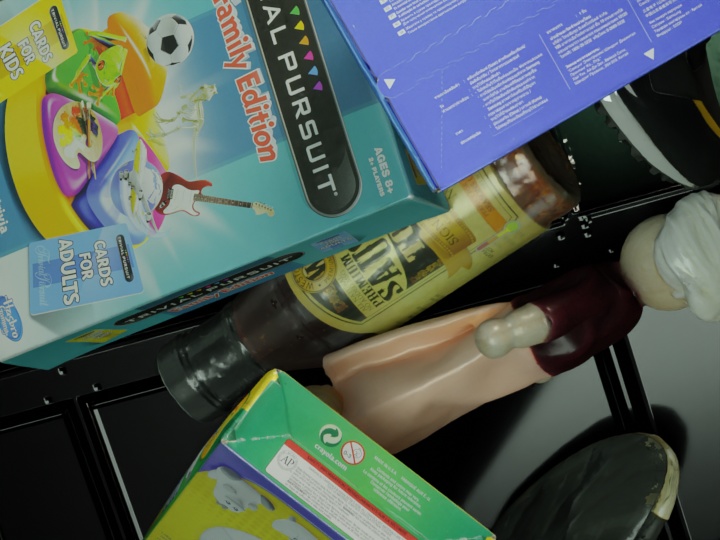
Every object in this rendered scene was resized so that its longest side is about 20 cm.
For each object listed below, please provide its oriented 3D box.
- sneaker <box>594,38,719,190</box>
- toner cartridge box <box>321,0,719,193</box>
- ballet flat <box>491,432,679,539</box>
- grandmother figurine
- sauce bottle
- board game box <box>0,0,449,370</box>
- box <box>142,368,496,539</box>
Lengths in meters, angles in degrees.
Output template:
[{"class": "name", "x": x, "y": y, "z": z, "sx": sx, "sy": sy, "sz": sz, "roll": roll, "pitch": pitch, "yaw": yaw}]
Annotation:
[{"class": "sneaker", "x": 0.118, "y": -0.131, "z": 1.022, "sx": 0.090, "sy": 0.070, "sz": 0.200, "roll": -28, "pitch": 97, "yaw": 19}, {"class": "toner cartridge box", "x": 0.091, "y": -0.121, "z": 0.975, "sx": 0.200, "sy": 0.043, "sz": 0.095, "roll": -29, "pitch": 95, "yaw": 4}, {"class": "ballet flat", "x": 0.081, "y": 0.153, "z": 1.126, "sx": 0.200, "sy": 0.057, "sz": 0.066, "roll": -56, "pitch": 47, "yaw": 18}, {"class": "grandmother figurine", "x": 0.073, "y": 0.025, "z": 1.052, "sx": 0.200, "sy": 0.121, "sz": 0.061, "roll": -27, "pitch": 89, "yaw": 11}, {"class": "sauce bottle", "x": 0.000, "y": 0.000, "z": 1.085, "sx": 0.200, "sy": 0.066, "sz": 0.066, "roll": -36, "pitch": 96, "yaw": 17}, {"class": "board game box", "x": -0.080, "y": -0.063, "z": 1.062, "sx": 0.200, "sy": 0.047, "sz": 0.151, "roll": -22, "pitch": 77, "yaw": 19}, {"class": "box", "x": -0.030, "y": 0.124, "z": 1.079, "sx": 0.117, "sy": 0.048, "sz": 0.200, "roll": 38, "pitch": 154, "yaw": 0}]
